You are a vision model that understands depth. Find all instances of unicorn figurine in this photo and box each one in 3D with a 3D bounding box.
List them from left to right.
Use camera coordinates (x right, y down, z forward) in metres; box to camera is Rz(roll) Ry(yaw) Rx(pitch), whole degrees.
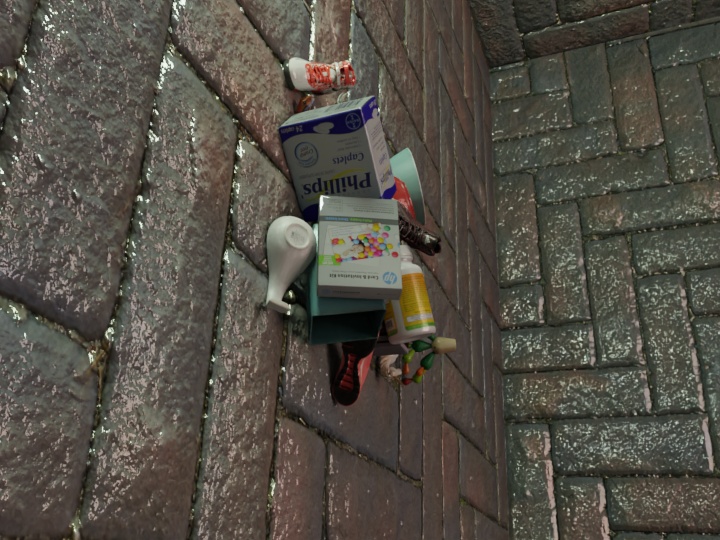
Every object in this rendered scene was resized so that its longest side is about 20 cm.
[{"bbox_3d":[0.078,0.191,1.789,0.136,0.073,0.205,-10,79,-60],"label":"unicorn figurine"}]

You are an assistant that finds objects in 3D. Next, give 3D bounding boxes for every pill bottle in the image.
[{"bbox_3d":[0.096,0.054,1.592,0.111,0.109,0.206,18,58,-67],"label":"pill bottle"}]

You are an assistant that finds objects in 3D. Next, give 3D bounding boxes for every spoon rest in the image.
[{"bbox_3d":[-0.133,-0.011,1.268,0.098,0.061,0.204,24,53,-17],"label":"spoon rest"}]

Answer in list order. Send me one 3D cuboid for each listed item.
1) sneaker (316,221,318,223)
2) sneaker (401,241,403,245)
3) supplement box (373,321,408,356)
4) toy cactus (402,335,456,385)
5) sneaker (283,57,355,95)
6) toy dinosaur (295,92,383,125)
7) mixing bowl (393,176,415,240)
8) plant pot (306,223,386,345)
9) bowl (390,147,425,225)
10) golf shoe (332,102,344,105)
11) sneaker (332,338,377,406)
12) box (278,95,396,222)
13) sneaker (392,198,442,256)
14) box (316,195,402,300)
[{"bbox_3d":[-0.003,-0.037,1.501,0.074,0.113,0.204,-77,145,-64],"label":"sneaker"},{"bbox_3d":[0.073,-0.019,1.817,0.084,0.075,0.206,-28,109,-72],"label":"sneaker"},{"bbox_3d":[0.061,0.098,1.700,0.061,0.106,0.205,48,41,-57],"label":"supplement box"},{"bbox_3d":[0.177,0.207,1.922,0.102,0.160,0.206,52,36,-89],"label":"toy cactus"},{"bbox_3d":[-0.079,-0.413,1.484,0.201,0.105,0.069,-15,97,-69],"label":"sneaker"},{"bbox_3d":[-0.041,-0.299,1.467,0.202,0.177,0.107,-117,-145,-44],"label":"toy dinosaur"},{"bbox_3d":[0.068,-0.150,1.704,0.200,0.106,0.205,160,-89,-90],"label":"mixing bowl"},{"bbox_3d":[-0.042,0.017,1.368,0.142,0.137,0.205,103,-21,-63],"label":"plant pot"},{"bbox_3d":[0.097,-0.206,1.851,0.201,0.102,0.206,166,-90,-88],"label":"bowl"},{"bbox_3d":[-0.033,-0.323,1.663,0.202,0.076,0.099,66,8,-48],"label":"golf shoe"},{"bbox_3d":[-0.010,0.180,1.503,0.087,0.072,0.205,-17,126,-82],"label":"sneaker"},{"bbox_3d":[-0.042,-0.220,1.414,0.105,0.179,0.205,-59,137,-60],"label":"box"},{"bbox_3d":[0.119,-0.092,1.586,0.198,0.115,0.077,28,92,-43],"label":"sneaker"},{"bbox_3d":[-0.004,-0.044,1.308,0.042,0.151,0.204,101,-10,-57],"label":"box"}]
